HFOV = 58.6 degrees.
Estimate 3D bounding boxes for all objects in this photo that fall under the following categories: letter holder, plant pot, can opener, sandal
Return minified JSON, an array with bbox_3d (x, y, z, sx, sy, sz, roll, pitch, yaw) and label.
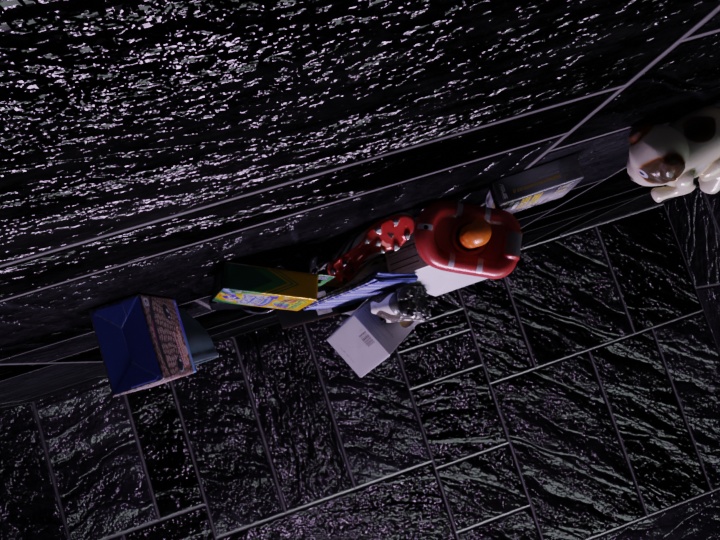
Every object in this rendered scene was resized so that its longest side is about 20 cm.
[{"bbox_3d":[-0.084,0.045,1.477,0.200,0.101,0.142,-17,-171,28],"label":"letter holder"},{"bbox_3d":[-0.443,0.165,1.478,0.200,0.134,0.200,-17,175,-2],"label":"plant pot"},{"bbox_3d":[-0.087,-0.019,1.280,0.063,0.079,0.200,-59,167,13],"label":"can opener"},{"bbox_3d":[-0.238,0.070,1.425,0.200,0.043,0.076,-5,-160,19],"label":"sandal"}]

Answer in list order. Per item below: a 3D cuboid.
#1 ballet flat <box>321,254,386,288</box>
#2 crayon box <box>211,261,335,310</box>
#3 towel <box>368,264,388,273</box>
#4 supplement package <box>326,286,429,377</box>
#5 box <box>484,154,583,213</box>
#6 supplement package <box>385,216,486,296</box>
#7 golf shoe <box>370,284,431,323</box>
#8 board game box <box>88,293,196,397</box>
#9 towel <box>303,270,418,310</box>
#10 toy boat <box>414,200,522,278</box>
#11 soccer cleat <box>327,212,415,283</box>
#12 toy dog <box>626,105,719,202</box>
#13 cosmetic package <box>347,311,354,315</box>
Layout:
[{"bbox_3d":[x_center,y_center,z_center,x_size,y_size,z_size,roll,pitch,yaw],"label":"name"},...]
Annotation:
[{"bbox_3d":[0.000,0.000,1.331,0.068,0.072,0.200,-35,-179,42],"label":"ballet flat"},{"bbox_3d":[-0.161,0.034,1.173,0.200,0.052,0.126,7,165,-20],"label":"crayon box"},{"bbox_3d":[0.085,-0.003,1.585,0.191,0.032,0.200,-8,-166,-25],"label":"towel"},{"bbox_3d":[0.041,0.115,1.383,0.110,0.114,0.200,-43,179,40],"label":"supplement package"},{"bbox_3d":[0.329,-0.156,1.246,0.158,0.048,0.200,-18,175,5],"label":"box"},{"bbox_3d":[0.167,-0.035,1.344,0.156,0.111,0.200,-21,158,29],"label":"supplement package"},{"bbox_3d":[0.084,0.070,1.316,0.094,0.078,0.200,-11,167,21],"label":"golf shoe"},{"bbox_3d":[-0.404,0.138,1.209,0.097,0.160,0.200,-18,175,0],"label":"board game box"},{"bbox_3d":[-0.001,0.039,1.263,0.200,0.024,0.145,-22,166,36],"label":"towel"},{"bbox_3d":[0.197,-0.062,1.149,0.200,0.131,0.131,9,171,0],"label":"toy boat"},{"bbox_3d":[0.016,-0.054,1.211,0.200,0.069,0.085,-38,-153,21],"label":"soccer cleat"},{"bbox_3d":[0.542,-0.198,1.085,0.200,0.140,0.194,-16,161,-24],"label":"toy dog"},{"bbox_3d":[-0.011,0.057,1.657,0.071,0.102,0.200,-14,-165,-31],"label":"cosmetic package"}]
